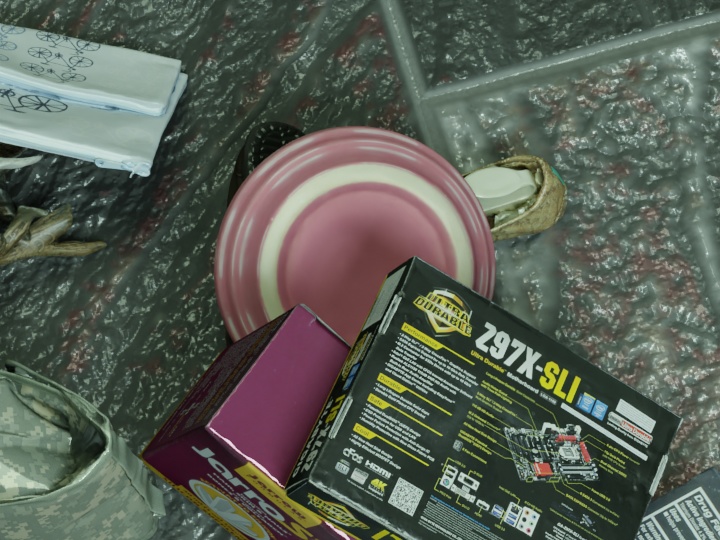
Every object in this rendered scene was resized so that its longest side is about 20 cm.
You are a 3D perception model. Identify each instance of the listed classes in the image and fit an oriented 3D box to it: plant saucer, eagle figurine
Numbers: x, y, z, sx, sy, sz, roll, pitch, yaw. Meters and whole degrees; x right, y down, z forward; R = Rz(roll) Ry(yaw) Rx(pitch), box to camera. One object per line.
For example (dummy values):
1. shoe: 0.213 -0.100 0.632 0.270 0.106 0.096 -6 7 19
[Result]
1. plant saucer: 0.000 0.000 1.347 0.200 0.051 0.201 -1 94 -12
2. eagle figurine: -0.307 -0.079 1.452 0.151 0.152 0.200 -37 66 9

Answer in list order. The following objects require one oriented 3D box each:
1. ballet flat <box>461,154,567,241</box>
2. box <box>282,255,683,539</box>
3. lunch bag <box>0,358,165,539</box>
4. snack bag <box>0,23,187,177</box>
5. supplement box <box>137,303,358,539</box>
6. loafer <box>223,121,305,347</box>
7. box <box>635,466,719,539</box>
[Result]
1. ballet flat: 0.054 -0.041 1.415 0.200 0.065 0.071 -21 62 -4
2. box: 0.076 0.110 1.152 0.200 0.049 0.160 30 63 -10
3. lunch bag: -0.240 0.138 1.296 0.200 0.164 0.118 -6 64 3
4. snack bag: -0.233 -0.135 1.448 0.188 0.021 0.200 13 27 -2
5. supplement box: -0.046 0.113 1.246 0.131 0.200 0.103 40 70 -6
6. loafer: -0.065 -0.005 1.417 0.073 0.071 0.200 10 72 -19
7. box: 0.185 0.265 1.193 0.198 0.123 0.200 -27 60 -7
